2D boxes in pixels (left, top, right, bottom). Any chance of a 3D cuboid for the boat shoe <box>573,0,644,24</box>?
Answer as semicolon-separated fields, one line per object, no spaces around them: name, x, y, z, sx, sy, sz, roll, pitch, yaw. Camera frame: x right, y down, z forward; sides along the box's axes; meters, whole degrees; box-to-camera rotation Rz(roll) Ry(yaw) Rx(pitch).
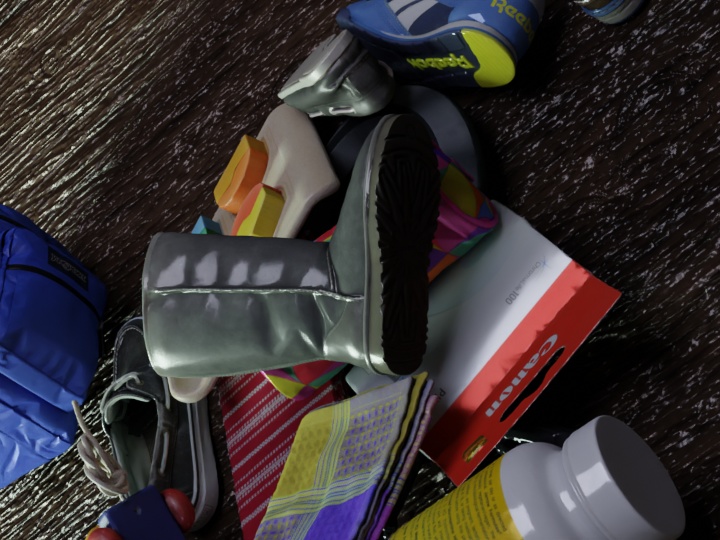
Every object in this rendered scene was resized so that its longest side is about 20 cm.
boat shoe;0.147;-0.265;1.733;0.072;0.072;0.200;-40;46;25

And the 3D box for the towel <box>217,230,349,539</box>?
towel;-0.054;0.090;1.774;0.145;0.022;0.200;-42;48;42

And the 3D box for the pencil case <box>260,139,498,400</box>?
pencil case;0.000;0.000;1.664;0.200;0.088;0.088;-41;46;23

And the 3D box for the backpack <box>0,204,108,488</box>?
backpack;-0.283;0.044;1.967;0.168;0.163;0.200;-29;39;25

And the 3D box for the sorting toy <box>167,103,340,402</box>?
sorting toy;-0.094;-0.020;1.835;0.200;0.036;0.185;-56;21;15

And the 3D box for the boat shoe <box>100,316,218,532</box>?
boat shoe;-0.158;0.105;1.865;0.072;0.071;0.200;-44;44;22

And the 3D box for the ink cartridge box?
ink cartridge box;0.075;0.044;1.598;0.160;0.047;0.200;-50;16;0

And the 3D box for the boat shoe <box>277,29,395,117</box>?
boat shoe;-0.016;-0.135;1.816;0.067;0.057;0.200;-48;7;-3

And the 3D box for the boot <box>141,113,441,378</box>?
boot;-0.049;-0.014;1.615;0.200;0.073;0.182;4;85;40

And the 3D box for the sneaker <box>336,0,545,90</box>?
sneaker;0.061;-0.180;1.783;0.200;0.074;0.082;10;64;53

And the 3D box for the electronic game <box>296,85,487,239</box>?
electronic game;0.019;-0.035;1.772;0.200;0.042;0.200;-21;61;45

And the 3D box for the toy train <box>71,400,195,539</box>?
toy train;-0.180;0.196;1.780;0.116;0.085;0.200;-33;86;46

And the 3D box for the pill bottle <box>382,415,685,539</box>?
pill bottle;0.091;0.175;1.486;0.200;0.112;0.112;-38;47;24

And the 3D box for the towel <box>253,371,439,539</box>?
towel;-0.029;0.157;1.555;0.144;0.023;0.200;-19;38;52

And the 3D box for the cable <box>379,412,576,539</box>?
cable;0.074;0.170;1.615;0.200;0.051;0.163;10;83;44
